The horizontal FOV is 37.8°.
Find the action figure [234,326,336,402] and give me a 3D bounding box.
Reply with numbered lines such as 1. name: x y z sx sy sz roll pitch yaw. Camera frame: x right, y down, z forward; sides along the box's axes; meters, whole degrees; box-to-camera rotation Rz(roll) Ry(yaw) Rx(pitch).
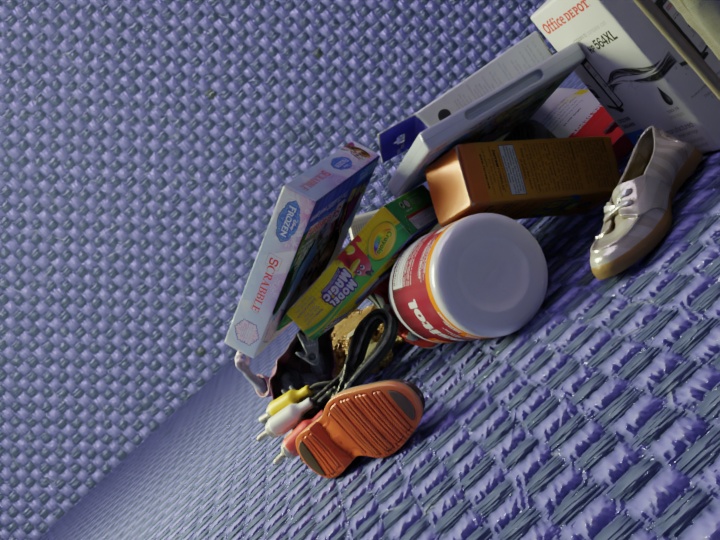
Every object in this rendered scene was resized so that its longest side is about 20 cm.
1. action figure: -0.060 0.120 1.264 0.134 0.149 0.200 -39 -3 -9

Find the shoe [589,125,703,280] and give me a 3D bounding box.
1. shoe: 0.234 -0.061 0.898 0.070 0.053 0.200 -37 8 47

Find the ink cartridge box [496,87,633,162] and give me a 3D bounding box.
1. ink cartridge box: 0.245 -0.155 1.238 0.116 0.067 0.200 -45 35 -23

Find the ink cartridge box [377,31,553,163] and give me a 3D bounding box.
1. ink cartridge box: 0.114 -0.173 1.173 0.200 0.044 0.198 -32 -4 1

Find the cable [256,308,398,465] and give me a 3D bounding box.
1. cable: -0.031 0.127 1.104 0.200 0.050 0.097 -49 41 18

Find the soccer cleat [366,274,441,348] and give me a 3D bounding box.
1. soccer cleat: 0.053 0.034 1.219 0.200 0.085 0.069 37 101 51

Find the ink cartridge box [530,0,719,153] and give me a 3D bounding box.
1. ink cartridge box: 0.270 -0.206 0.992 0.084 0.200 0.146 -43 5 -7

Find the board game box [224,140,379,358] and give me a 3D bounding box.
1. board game box: -0.061 -0.027 1.166 0.200 0.041 0.200 -66 -11 27

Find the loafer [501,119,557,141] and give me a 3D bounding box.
1. loafer: 0.163 -0.093 1.193 0.200 0.069 0.076 -39 41 51

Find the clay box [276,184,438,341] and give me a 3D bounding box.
1. clay box: 0.000 0.000 1.135 0.200 0.048 0.115 -48 -8 29

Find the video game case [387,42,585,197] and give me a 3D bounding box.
1. video game case: 0.121 -0.147 1.069 0.182 0.022 0.200 -31 -4 -11

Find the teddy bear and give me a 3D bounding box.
1. teddy bear: 0.013 0.090 1.338 0.200 0.067 0.145 -22 29 57

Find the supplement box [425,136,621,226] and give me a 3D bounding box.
1. supplement box: 0.168 -0.091 1.058 0.199 0.069 0.067 -9 -14 -30

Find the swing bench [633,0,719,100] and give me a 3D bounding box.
1. swing bench: 0.318 -0.226 0.810 0.130 0.199 0.200 -38 7 42

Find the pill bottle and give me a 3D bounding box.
1. pill bottle: 0.094 0.013 1.024 0.113 0.113 0.200 -44 5 -14

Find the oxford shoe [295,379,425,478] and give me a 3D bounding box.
1. oxford shoe: 0.007 0.131 0.972 0.073 0.071 0.200 -40 3 -36

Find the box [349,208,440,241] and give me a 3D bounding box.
1. box: 0.087 -0.053 1.336 0.199 0.083 0.068 -13 5 0
